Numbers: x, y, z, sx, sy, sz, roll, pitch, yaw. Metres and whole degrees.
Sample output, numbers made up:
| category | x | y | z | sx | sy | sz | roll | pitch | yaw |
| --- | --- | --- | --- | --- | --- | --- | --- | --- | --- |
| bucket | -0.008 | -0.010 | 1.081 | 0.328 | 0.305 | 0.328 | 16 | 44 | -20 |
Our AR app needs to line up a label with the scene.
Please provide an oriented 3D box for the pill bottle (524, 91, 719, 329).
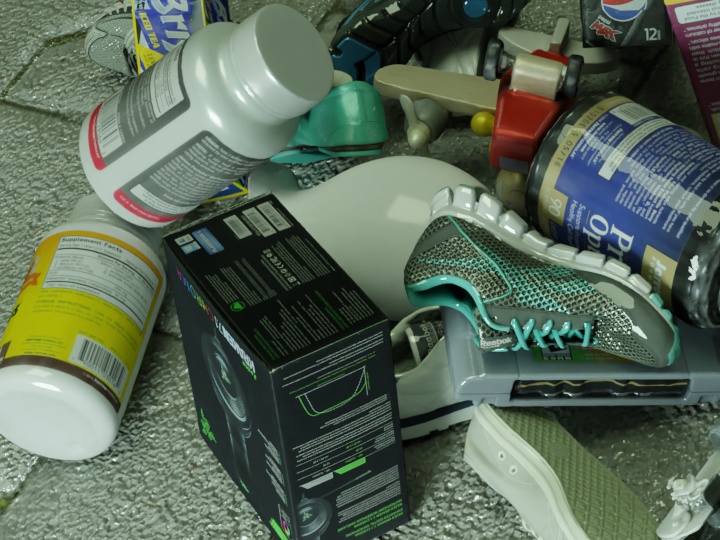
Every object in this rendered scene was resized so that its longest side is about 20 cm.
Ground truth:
| category | x | y | z | sx | sy | sz | roll | pitch | yaw |
| --- | --- | --- | --- | --- | --- | --- | --- | --- | --- |
| pill bottle | 0.217 | -0.031 | 1.362 | 0.199 | 0.112 | 0.112 | 34 | 69 | 33 |

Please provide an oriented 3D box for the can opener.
| category | x | y | z | sx | sy | sz | roll | pitch | yaw |
| --- | --- | --- | --- | --- | --- | --- | --- | --- | --- |
| can opener | 0.260 | 0.113 | 1.332 | 0.200 | 0.066 | 0.053 | -52 | 11 | -26 |

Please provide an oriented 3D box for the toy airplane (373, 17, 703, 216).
| category | x | y | z | sx | sy | sz | roll | pitch | yaw |
| --- | --- | --- | --- | --- | --- | --- | --- | --- | --- |
| toy airplane | 0.133 | -0.114 | 1.556 | 0.198 | 0.143 | 0.200 | -3 | 21 | -34 |

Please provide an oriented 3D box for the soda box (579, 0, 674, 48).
| category | x | y | z | sx | sy | sz | roll | pitch | yaw |
| --- | --- | --- | --- | --- | --- | --- | --- | --- | --- |
| soda box | 0.207 | -0.216 | 1.571 | 0.070 | 0.064 | 0.200 | -1 | 13 | 9 |

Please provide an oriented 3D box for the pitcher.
| category | x | y | z | sx | sy | sz | roll | pitch | yaw |
| --- | --- | --- | --- | --- | --- | --- | --- | --- | --- |
| pitcher | 0.000 | 0.000 | 1.530 | 0.199 | 0.121 | 0.173 | 1 | 75 | 36 |

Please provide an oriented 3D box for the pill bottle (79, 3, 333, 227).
| category | x | y | z | sx | sy | sz | roll | pitch | yaw |
| --- | --- | --- | --- | --- | --- | --- | --- | --- | --- |
| pill bottle | -0.116 | -0.121 | 1.563 | 0.199 | 0.110 | 0.111 | -30 | 36 | 37 |

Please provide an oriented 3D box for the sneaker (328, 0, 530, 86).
| category | x | y | z | sx | sy | sz | roll | pitch | yaw |
| --- | --- | --- | --- | --- | --- | --- | --- | --- | --- |
| sneaker | 0.058 | -0.222 | 1.634 | 0.199 | 0.074 | 0.082 | -26 | 25 | 13 |

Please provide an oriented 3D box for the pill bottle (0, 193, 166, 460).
| category | x | y | z | sx | sy | sz | roll | pitch | yaw |
| --- | --- | --- | --- | --- | --- | --- | --- | --- | --- |
| pill bottle | -0.217 | 0.039 | 1.592 | 0.108 | 0.110 | 0.201 | -4 | 48 | 23 |

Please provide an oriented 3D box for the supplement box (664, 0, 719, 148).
| category | x | y | z | sx | sy | sz | roll | pitch | yaw |
| --- | --- | --- | --- | --- | --- | --- | --- | --- | --- |
| supplement box | 0.299 | -0.177 | 1.466 | 0.130 | 0.201 | 0.104 | -10 | 45 | 17 |

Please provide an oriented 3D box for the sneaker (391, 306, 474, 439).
| category | x | y | z | sx | sy | sz | roll | pitch | yaw |
| --- | --- | --- | --- | --- | --- | --- | --- | --- | --- |
| sneaker | 0.087 | 0.054 | 1.447 | 0.198 | 0.081 | 0.077 | -22 | 40 | 0 |

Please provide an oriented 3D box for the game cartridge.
| category | x | y | z | sx | sy | sz | roll | pitch | yaw |
| --- | --- | --- | --- | --- | --- | --- | --- | --- | --- |
| game cartridge | 0.155 | 0.034 | 1.407 | 0.198 | 0.041 | 0.134 | 0 | 43 | -8 |

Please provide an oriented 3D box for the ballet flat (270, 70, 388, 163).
| category | x | y | z | sx | sy | sz | roll | pitch | yaw |
| --- | --- | --- | --- | --- | --- | --- | --- | --- | --- |
| ballet flat | -0.027 | -0.123 | 1.618 | 0.067 | 0.071 | 0.200 | -4 | 2 | -19 |

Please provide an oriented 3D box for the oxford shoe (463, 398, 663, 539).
| category | x | y | z | sx | sy | sz | roll | pitch | yaw |
| --- | --- | --- | --- | --- | --- | --- | --- | --- | --- |
| oxford shoe | 0.136 | 0.158 | 1.348 | 0.200 | 0.075 | 0.058 | 47 | 123 | 38 |

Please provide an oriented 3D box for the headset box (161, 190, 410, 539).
| category | x | y | z | sx | sy | sz | roll | pitch | yaw |
| --- | --- | --- | --- | --- | --- | --- | --- | --- | --- |
| headset box | -0.050 | 0.081 | 1.413 | 0.092 | 0.201 | 0.174 | -23 | 42 | -19 |

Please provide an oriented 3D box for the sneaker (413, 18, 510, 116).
| category | x | y | z | sx | sy | sz | roll | pitch | yaw |
| --- | --- | --- | --- | --- | --- | --- | --- | --- | --- |
| sneaker | 0.083 | -0.210 | 1.702 | 0.080 | 0.071 | 0.201 | -6 | 48 | 26 |

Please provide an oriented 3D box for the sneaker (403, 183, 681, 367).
| category | x | y | z | sx | sy | sz | roll | pitch | yaw |
| --- | --- | --- | --- | --- | --- | --- | --- | --- | --- |
| sneaker | 0.115 | 0.026 | 1.349 | 0.199 | 0.078 | 0.091 | 27 | 64 | 22 |

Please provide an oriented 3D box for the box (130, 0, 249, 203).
| category | x | y | z | sx | sy | sz | roll | pitch | yaw |
| --- | --- | --- | --- | --- | --- | --- | --- | --- | --- |
| box | -0.144 | -0.160 | 1.711 | 0.069 | 0.064 | 0.202 | -12 | 75 | 16 |

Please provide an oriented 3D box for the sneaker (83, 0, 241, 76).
| category | x | y | z | sx | sy | sz | roll | pitch | yaw |
| --- | --- | --- | --- | --- | --- | --- | --- | --- | --- |
| sneaker | -0.172 | -0.185 | 1.801 | 0.199 | 0.078 | 0.082 | 14 | 58 | 36 |
